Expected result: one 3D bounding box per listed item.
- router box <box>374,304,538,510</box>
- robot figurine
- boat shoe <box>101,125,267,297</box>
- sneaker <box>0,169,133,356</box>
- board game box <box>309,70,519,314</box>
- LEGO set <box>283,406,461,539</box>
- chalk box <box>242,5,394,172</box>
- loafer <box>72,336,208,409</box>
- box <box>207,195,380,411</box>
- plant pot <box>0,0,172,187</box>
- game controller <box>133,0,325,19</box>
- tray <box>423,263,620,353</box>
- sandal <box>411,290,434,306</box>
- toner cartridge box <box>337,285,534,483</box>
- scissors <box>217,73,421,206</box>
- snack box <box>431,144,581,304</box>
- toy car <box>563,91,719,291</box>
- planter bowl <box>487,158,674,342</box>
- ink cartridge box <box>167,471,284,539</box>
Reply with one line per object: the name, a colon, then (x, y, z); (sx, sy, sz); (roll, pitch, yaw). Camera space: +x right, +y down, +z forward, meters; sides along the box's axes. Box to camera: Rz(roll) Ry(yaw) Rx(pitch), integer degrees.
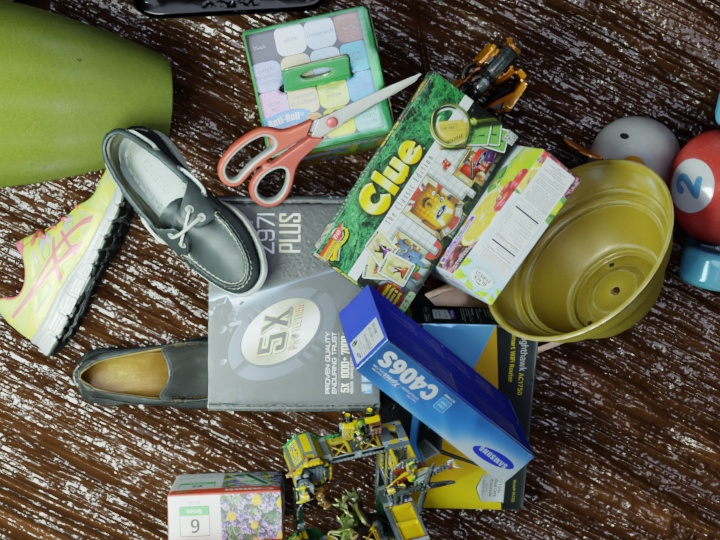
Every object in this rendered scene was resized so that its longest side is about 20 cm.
router box: (0.091, 0.134, 1.537); (0.148, 0.051, 0.201); (1, 112, -2)
robot figurine: (0.089, -0.144, 1.533); (0.058, 0.145, 0.200); (44, 97, -7)
boat shoe: (-0.165, -0.052, 1.430); (0.200, 0.060, 0.076); (44, 106, 20)
sneaker: (-0.292, -0.022, 1.547); (0.090, 0.078, 0.201); (28, 87, 5)
board game box: (0.051, -0.071, 1.442); (0.104, 0.023, 0.201); (34, 85, -13)
LEGO set: (0.004, 0.239, 1.458); (0.153, 0.116, 0.201); (-5, 130, -19)
chalk box: (-0.040, -0.171, 1.493); (0.124, 0.200, 0.125); (-12, 91, -1)
loafer: (-0.185, 0.104, 1.551); (0.198, 0.072, 0.073); (-7, 89, -3)
box: (-0.061, 0.031, 1.493); (0.163, 0.086, 0.202); (1, 89, 0)
plant pot: (-0.286, -0.167, 1.510); (0.199, 0.187, 0.189); (1, 90, -18)
game controller: (-0.131, -0.306, 1.570); (0.198, 0.042, 0.105); (-3, 90, -3)
tray: (0.164, 0.035, 1.582); (0.199, 0.037, 0.099); (-22, 91, -1)
sandal: (0.000, 0.000, 1.554); (0.200, 0.045, 0.075); (43, 97, 14)
toner cartridge box: (0.069, 0.104, 1.426); (0.043, 0.095, 0.200); (-43, 119, 15)
scissors: (-0.040, -0.133, 1.416); (0.200, 0.014, 0.073); (-40, 115, 13)
snack box: (0.119, -0.051, 1.496); (0.053, 0.200, 0.143); (37, 89, -14)
toy car: (0.291, -0.096, 1.531); (0.199, 0.177, 0.186); (13, 101, 11)
planter bowl: (0.221, 0.000, 1.471); (0.201, 0.200, 0.083); (-49, 127, -1)
ink cartridge box: (-0.126, 0.228, 1.488); (0.108, 0.200, 0.051); (-2, 90, -2)
